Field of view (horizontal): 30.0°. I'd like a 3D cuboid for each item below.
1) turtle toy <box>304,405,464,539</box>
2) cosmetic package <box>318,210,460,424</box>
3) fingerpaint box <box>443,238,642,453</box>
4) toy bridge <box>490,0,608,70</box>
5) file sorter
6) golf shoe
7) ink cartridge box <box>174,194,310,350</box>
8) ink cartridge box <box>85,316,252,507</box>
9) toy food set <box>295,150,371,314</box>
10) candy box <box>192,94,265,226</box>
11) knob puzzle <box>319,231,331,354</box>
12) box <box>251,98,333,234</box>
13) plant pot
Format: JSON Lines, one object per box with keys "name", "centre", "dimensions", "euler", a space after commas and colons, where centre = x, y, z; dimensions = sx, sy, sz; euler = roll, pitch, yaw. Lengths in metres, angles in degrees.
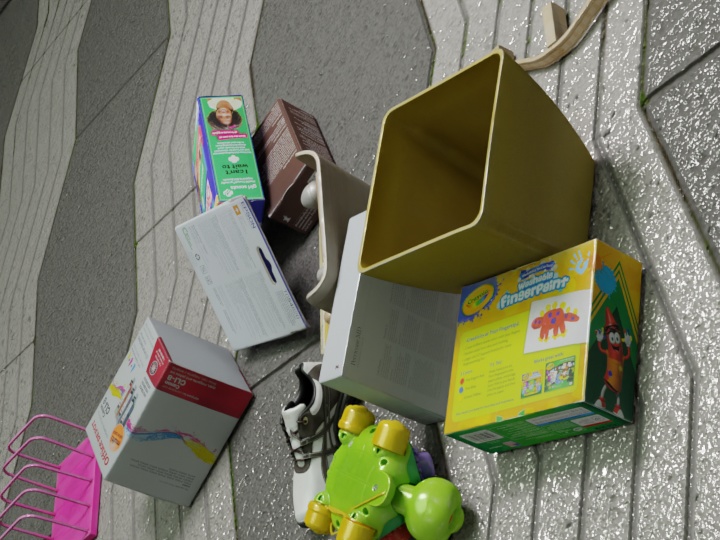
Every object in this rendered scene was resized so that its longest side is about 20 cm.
{"name": "turtle toy", "centre": [0.031, 0.237, 1.438], "dimensions": [0.199, 0.100, 0.147], "euler": [13, 81, 59]}
{"name": "cosmetic package", "centre": [0.042, 0.053, 1.504], "dimensions": [0.051, 0.150, 0.202], "euler": [-20, 52, 50]}
{"name": "fingerpaint box", "centre": [0.182, 0.080, 1.339], "dimensions": [0.199, 0.073, 0.169], "euler": [-23, 51, 49]}
{"name": "toy bridge", "centre": [0.229, -0.281, 1.568], "dimensions": [0.199, 0.027, 0.068], "euler": [-36, 44, 41]}
{"name": "file sorter", "centre": [-0.511, 0.358, 2.191], "dimensions": [0.139, 0.125, 0.202], "euler": [-42, 37, 35]}
{"name": "golf shoe", "centre": [-0.065, 0.207, 1.622], "dimensions": [0.077, 0.094, 0.202], "euler": [-16, 57, 51]}
{"name": "ink cartridge box", "centre": [-0.153, 0.001, 1.840], "dimensions": [0.040, 0.201, 0.199], "euler": [-30, 7, -37]}
{"name": "ink cartridge box", "centre": [-0.274, 0.202, 1.906], "dimensions": [0.201, 0.144, 0.145], "euler": [-60, 31, 11]}
{"name": "toy food set", "centre": [-0.019, -0.032, 1.586], "dimensions": [0.060, 0.143, 0.202], "euler": [-25, 55, 32]}
{"name": "candy box", "centre": [-0.197, -0.128, 1.983], "dimensions": [0.170, 0.076, 0.202], "euler": [103, 155, -53]}
{"name": "knob puzzle", "centre": [0.000, 0.000, 1.686], "dimensions": [0.219, 0.030, 0.223], "euler": [-21, 64, 52]}
{"name": "box", "centre": [-0.099, -0.154, 1.956], "dimensions": [0.100, 0.074, 0.201], "euler": [-52, 31, 22]}
{"name": "plant pot", "centre": [0.136, -0.077, 1.421], "dimensions": [0.199, 0.175, 0.202], "euler": [-22, 50, 49]}
